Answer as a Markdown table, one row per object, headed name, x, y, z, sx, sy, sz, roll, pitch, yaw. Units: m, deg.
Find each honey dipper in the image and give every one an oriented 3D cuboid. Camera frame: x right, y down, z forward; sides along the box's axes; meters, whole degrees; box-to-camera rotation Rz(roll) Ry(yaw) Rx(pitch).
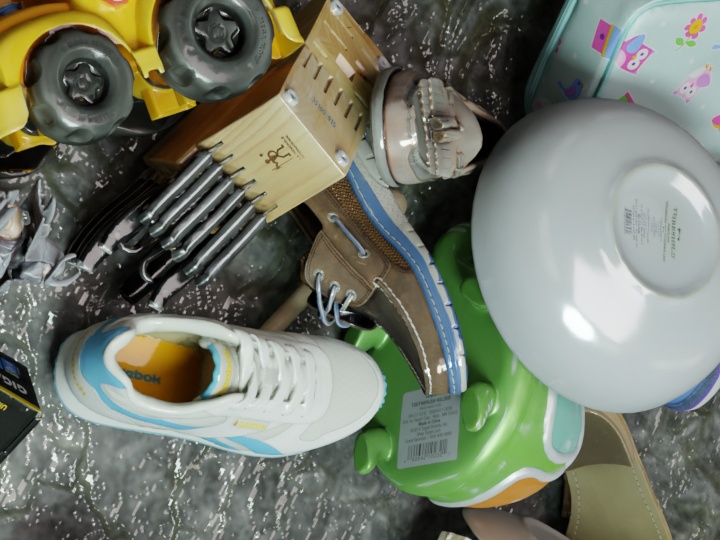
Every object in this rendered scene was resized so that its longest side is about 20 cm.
| name | x | y | z | sx | sy | sz | roll | pitch | yaw |
| --- | --- | --- | --- | --- | --- | --- | --- | --- | --- |
| honey dipper | -0.037 | 0.020 | 1.394 | 0.200 | 0.038 | 0.038 | -45 | 119 | -22 |

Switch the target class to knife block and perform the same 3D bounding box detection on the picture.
| name | x | y | z | sx | sy | sz | roll | pitch | yaw |
| --- | --- | --- | --- | --- | --- | --- | --- | --- | --- |
| knife block | -0.082 | -0.063 | 1.327 | 0.064 | 0.176 | 0.200 | 51 | 30 | -19 |

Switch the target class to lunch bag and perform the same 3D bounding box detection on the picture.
| name | x | y | z | sx | sy | sz | roll | pitch | yaw |
| --- | --- | --- | --- | --- | --- | --- | --- | --- | --- |
| lunch bag | 0.216 | -0.148 | 1.500 | 0.200 | 0.077 | 0.160 | -9 | 134 | -34 |

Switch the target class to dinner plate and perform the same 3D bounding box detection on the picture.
| name | x | y | z | sx | sy | sz | roll | pitch | yaw |
| --- | --- | --- | --- | --- | --- | --- | --- | --- | --- |
| dinner plate | 0.151 | 0.210 | 1.462 | 0.200 | 0.200 | 0.024 | 33 | 98 | -35 |

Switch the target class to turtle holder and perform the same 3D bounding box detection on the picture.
| name | x | y | z | sx | sy | sz | roll | pitch | yaw |
| --- | --- | --- | --- | --- | --- | --- | --- | --- | --- |
| turtle holder | 0.071 | 0.065 | 1.436 | 0.132 | 0.186 | 0.141 | 24 | 123 | -41 |

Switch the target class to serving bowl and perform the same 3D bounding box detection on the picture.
| name | x | y | z | sx | sy | sz | roll | pitch | yaw |
| --- | --- | --- | --- | --- | --- | --- | --- | --- | --- |
| serving bowl | 0.167 | -0.016 | 1.377 | 0.200 | 0.066 | 0.200 | 9 | 72 | -29 |

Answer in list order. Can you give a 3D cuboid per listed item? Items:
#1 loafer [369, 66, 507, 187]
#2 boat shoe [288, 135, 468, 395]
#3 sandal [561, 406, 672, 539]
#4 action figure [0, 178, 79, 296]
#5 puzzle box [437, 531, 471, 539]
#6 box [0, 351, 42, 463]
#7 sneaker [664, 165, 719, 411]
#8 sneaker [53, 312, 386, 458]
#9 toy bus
| name | x | y | z | sx | sy | sz | roll | pitch | yaw |
| --- | --- | --- | --- | --- | --- | --- | --- | --- | --- |
| loafer | 0.050 | -0.086 | 1.362 | 0.200 | 0.063 | 0.072 | -5 | 93 | -80 |
| boat shoe | 0.000 | 0.000 | 1.357 | 0.072 | 0.200 | 0.072 | -22 | 149 | -10 |
| sandal | 0.174 | 0.146 | 1.548 | 0.070 | 0.078 | 0.212 | -75 | 154 | -46 |
| action figure | -0.245 | -0.013 | 1.198 | 0.200 | 0.130 | 0.069 | 10 | 48 | -25 |
| puzzle box | 0.098 | 0.266 | 1.460 | 0.200 | 0.025 | 0.133 | 34 | 76 | -36 |
| box | -0.291 | 0.073 | 1.162 | 0.160 | 0.049 | 0.200 | -46 | 125 | 11 |
| sneaker | 0.183 | 0.029 | 1.512 | 0.146 | 0.081 | 0.200 | -23 | 134 | -34 |
| sneaker | -0.072 | 0.066 | 1.307 | 0.200 | 0.081 | 0.077 | 4 | 79 | -26 |
| toy bus | -0.158 | -0.162 | 1.235 | 0.200 | 0.136 | 0.192 | -23 | 95 | -31 |
